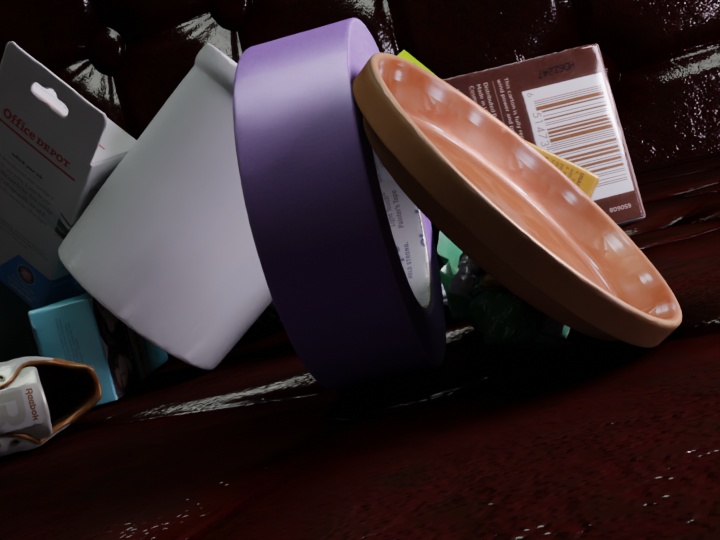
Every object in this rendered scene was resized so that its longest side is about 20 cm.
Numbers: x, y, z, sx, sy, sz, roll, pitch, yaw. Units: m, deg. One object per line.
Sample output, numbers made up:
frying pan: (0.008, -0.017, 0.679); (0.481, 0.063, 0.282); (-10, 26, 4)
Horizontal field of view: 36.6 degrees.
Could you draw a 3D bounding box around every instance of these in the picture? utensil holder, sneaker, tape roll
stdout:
utensil holder: (-0.115, -0.047, 0.858); (0.200, 0.170, 0.170); (-51, 4, 1)
sneaker: (-0.246, 0.086, 0.668); (0.084, 0.073, 0.200); (-14, 2, 35)
tape roll: (-0.006, -0.037, 0.620); (0.065, 0.201, 0.200); (-13, 4, 12)

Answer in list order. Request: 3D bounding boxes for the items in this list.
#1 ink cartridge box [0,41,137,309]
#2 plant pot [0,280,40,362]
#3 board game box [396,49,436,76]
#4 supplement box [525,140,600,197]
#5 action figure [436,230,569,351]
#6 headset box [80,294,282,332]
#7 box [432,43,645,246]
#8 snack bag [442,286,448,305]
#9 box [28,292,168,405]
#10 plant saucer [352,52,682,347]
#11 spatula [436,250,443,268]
ink cartridge box: (-0.256, -0.081, 0.902); (0.068, 0.116, 0.200); (-32, -24, -55)
plant pot: (-0.351, 0.038, 1.029); (0.134, 0.201, 0.200); (3, -5, -29)
board game box: (0.001, -0.131, 1.034); (0.102, 0.048, 0.200); (-50, 1, 34)
supplement box: (0.083, -0.085, 0.861); (0.199, 0.069, 0.067); (23, 2, 1)
action figure: (0.090, 0.005, 0.633); (0.118, 0.055, 0.200); (21, 17, 5)
headset box: (-0.176, 0.005, 1.069); (0.199, 0.075, 0.149); (-11, -34, 34)
box: (0.144, -0.095, 1.033); (0.164, 0.167, 0.200); (-15, -4, -5)
snack bag: (0.085, 0.014, 0.863); (0.200, 0.021, 0.188); (-15, 1, 37)
box: (-0.211, 0.057, 0.904); (0.049, 0.083, 0.200); (-14, 4, 2)
plant saucer: (0.075, -0.033, 0.546); (0.032, 0.200, 0.200); (-49, -9, 19)
spatula: (0.050, -0.002, 0.933); (0.056, 0.021, 0.200); (-18, -2, -15)
